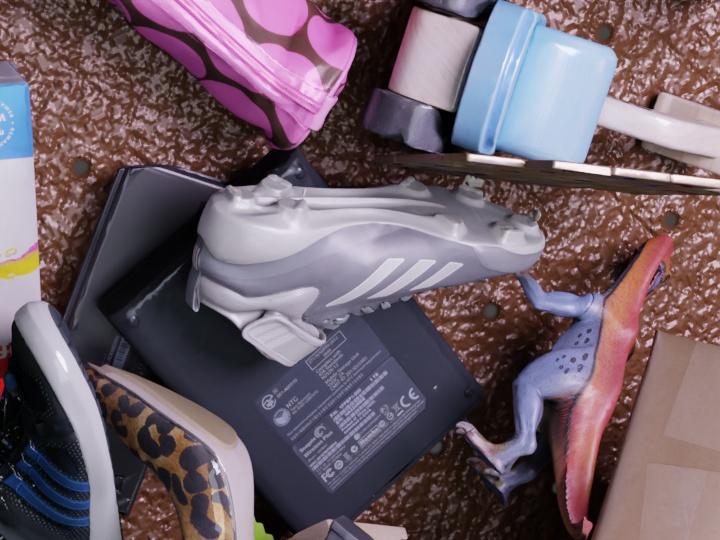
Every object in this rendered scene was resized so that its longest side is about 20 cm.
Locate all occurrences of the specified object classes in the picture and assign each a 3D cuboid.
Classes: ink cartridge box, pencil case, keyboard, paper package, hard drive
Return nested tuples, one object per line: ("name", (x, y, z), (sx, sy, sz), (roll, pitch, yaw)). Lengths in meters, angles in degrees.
("ink cartridge box", (-0.231, -0.004, 1.192), (0.116, 0.067, 0.201), (-6, 106, -17))
("pencil case", (-0.089, -0.146, 1.188), (0.200, 0.094, 0.091), (37, 90, -23))
("keyboard", (-0.111, 0.043, 1.267), (0.127, 0.021, 0.200), (18, 100, -25))
("paper package", (0.184, 0.169, 1.264), (0.103, 0.200, 0.191), (14, 139, 11))
("hard drive", (-0.035, 0.046, 1.269), (0.140, 0.033, 0.200), (-42, 119, -7))

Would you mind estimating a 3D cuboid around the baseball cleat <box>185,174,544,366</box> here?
("baseball cleat", (0.000, 0.000, 1.225), (0.199, 0.070, 0.107), (5, 118, -22))

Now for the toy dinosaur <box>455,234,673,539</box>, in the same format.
("toy dinosaur", (0.138, 0.058, 1.289), (0.181, 0.200, 0.105), (-41, 139, -11))

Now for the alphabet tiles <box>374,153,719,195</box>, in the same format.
("alphabet tiles", (0.107, -0.052, 1.221), (0.166, 0.200, 0.006), (5, 91, -20))

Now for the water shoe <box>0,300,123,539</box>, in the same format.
("water shoe", (-0.173, 0.104, 1.183), (0.079, 0.072, 0.200), (-17, 135, -13))

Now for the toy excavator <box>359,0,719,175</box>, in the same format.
("toy excavator", (0.116, -0.094, 1.257), (0.200, 0.194, 0.100), (21, 97, 6))

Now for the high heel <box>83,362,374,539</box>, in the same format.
("high heel", (-0.103, 0.150, 1.198), (0.200, 0.071, 0.143), (35, 97, 19))

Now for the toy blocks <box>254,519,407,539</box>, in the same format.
("toy blocks", (-0.030, 0.198, 1.280), (0.200, 0.100, 0.137), (-29, 156, 28))
